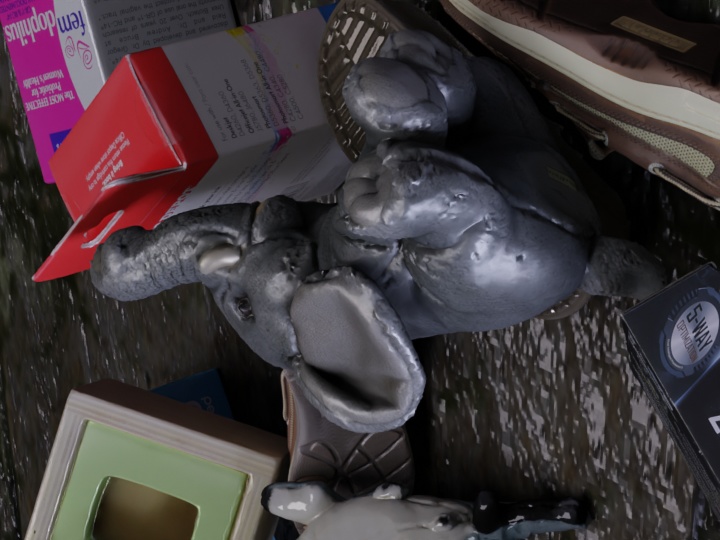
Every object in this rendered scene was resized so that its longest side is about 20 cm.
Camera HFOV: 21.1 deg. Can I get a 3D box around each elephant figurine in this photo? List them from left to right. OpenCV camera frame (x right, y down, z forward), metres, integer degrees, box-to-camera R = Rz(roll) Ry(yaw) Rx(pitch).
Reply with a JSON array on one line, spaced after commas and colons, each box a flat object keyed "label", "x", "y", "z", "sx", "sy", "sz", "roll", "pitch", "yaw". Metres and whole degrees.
[{"label": "elephant figurine", "x": 0.000, "y": 0.000, "z": 0.862, "sx": 0.200, "sy": 0.141, "sz": 0.156, "roll": -46, "pitch": 57, "yaw": 33}]

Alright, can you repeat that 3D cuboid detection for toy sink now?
[{"label": "toy sink", "x": -0.130, "y": 0.180, "z": 1.136, "sx": 0.130, "sy": 0.112, "sz": 0.201, "roll": 19, "pitch": 92, "yaw": 5}]

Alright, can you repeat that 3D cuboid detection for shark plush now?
[{"label": "shark plush", "x": 0.029, "y": 0.138, "z": 1.041, "sx": 0.199, "sy": 0.083, "sz": 0.091, "roll": -30, "pitch": 63, "yaw": 27}]

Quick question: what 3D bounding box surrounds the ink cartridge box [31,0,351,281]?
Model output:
[{"label": "ink cartridge box", "x": -0.079, "y": -0.068, "z": 0.991, "sx": 0.116, "sy": 0.199, "sz": 0.068, "roll": -42, "pitch": 72, "yaw": 51}]

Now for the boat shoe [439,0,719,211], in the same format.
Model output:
[{"label": "boat shoe", "x": 0.107, "y": -0.083, "z": 0.855, "sx": 0.202, "sy": 0.074, "sz": 0.075, "roll": 36, "pitch": 137, "yaw": 38}]

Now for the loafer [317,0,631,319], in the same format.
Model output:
[{"label": "loafer", "x": 0.054, "y": -0.057, "z": 0.931, "sx": 0.200, "sy": 0.068, "sz": 0.076, "roll": 51, "pitch": 126, "yaw": 21}]

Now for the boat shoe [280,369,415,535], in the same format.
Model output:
[{"label": "boat shoe", "x": -0.009, "y": 0.075, "z": 1.085, "sx": 0.072, "sy": 0.075, "sz": 0.201, "roll": -100, "pitch": 8, "yaw": -52}]

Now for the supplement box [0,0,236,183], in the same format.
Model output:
[{"label": "supplement box", "x": -0.145, "y": -0.162, "z": 1.121, "sx": 0.101, "sy": 0.103, "sz": 0.201, "roll": -7, "pitch": 101, "yaw": 52}]

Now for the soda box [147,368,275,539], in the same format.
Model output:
[{"label": "soda box", "x": -0.100, "y": 0.171, "z": 1.234, "sx": 0.064, "sy": 0.068, "sz": 0.201, "roll": -22, "pitch": 87, "yaw": 54}]

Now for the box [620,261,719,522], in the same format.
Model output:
[{"label": "box", "x": 0.175, "y": 0.104, "z": 0.792, "sx": 0.201, "sy": 0.043, "sz": 0.160, "roll": 61, "pitch": -177, "yaw": 14}]
